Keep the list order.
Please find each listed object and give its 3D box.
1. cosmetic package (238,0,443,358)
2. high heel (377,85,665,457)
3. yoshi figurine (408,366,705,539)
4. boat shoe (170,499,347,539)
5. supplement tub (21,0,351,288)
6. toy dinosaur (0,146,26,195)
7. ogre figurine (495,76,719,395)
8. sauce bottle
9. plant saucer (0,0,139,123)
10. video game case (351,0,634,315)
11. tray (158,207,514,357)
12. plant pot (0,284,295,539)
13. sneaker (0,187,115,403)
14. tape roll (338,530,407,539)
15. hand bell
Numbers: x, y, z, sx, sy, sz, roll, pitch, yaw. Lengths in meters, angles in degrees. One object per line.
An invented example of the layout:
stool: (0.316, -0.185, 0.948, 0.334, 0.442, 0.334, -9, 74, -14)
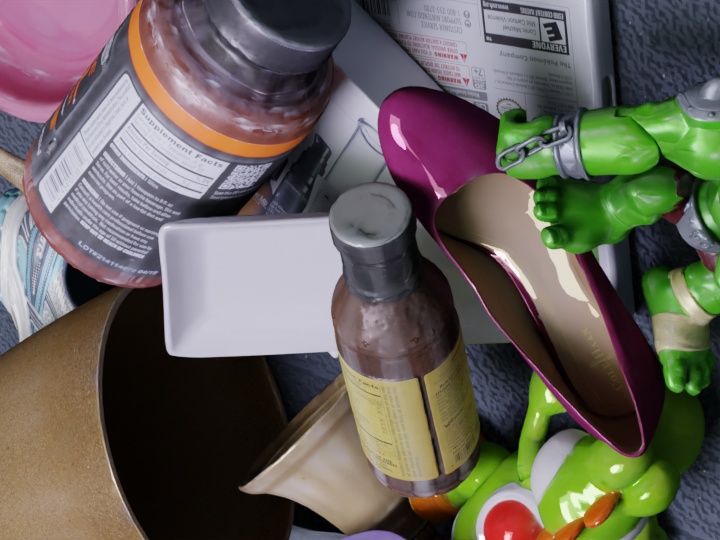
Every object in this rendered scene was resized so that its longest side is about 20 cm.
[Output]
cosmetic package: (-0.036, -0.075, 1.457, 0.200, 0.052, 0.151, 46, 133, 12)
high heel: (0.079, -0.001, 1.314, 0.067, 0.096, 0.200, -39, 114, 17)
yoshi figurine: (0.114, 0.102, 1.443, 0.200, 0.112, 0.112, -25, 59, 60)
boat shoe: (-0.015, 0.189, 1.624, 0.199, 0.074, 0.067, 25, 159, 25)
supplement tub: (-0.082, -0.083, 1.382, 0.107, 0.107, 0.200, 51, 134, 7)
toy dinosaur: (-0.162, -0.041, 1.571, 0.200, 0.058, 0.101, 34, 148, -3)
ogre figurine: (0.165, -0.021, 1.296, 0.120, 0.098, 0.200, -30, 100, 38)
sauce bottle: (0.020, 0.034, 1.374, 0.065, 0.065, 0.200, 29, 151, 28)
plant saucer: (-0.186, -0.184, 1.565, 0.200, 0.051, 0.201, 21, 126, 32)
video game case: (0.048, -0.073, 1.434, 0.199, 0.022, 0.183, 13, 122, 37)
tray: (0.000, 0.000, 1.398, 0.199, 0.022, 0.108, -3, 142, -3)
plant pot: (-0.168, 0.116, 1.585, 0.199, 0.186, 0.187, -18, 101, 29)
sneaker: (-0.163, 0.048, 1.663, 0.086, 0.078, 0.201, 1, 115, 39)
tape roll: (-0.006, 0.242, 1.452, 0.085, 0.200, 0.200, 39, 143, -24)
hand bell: (0.039, 0.153, 1.545, 0.200, 0.104, 0.104, 45, 138, -4)
